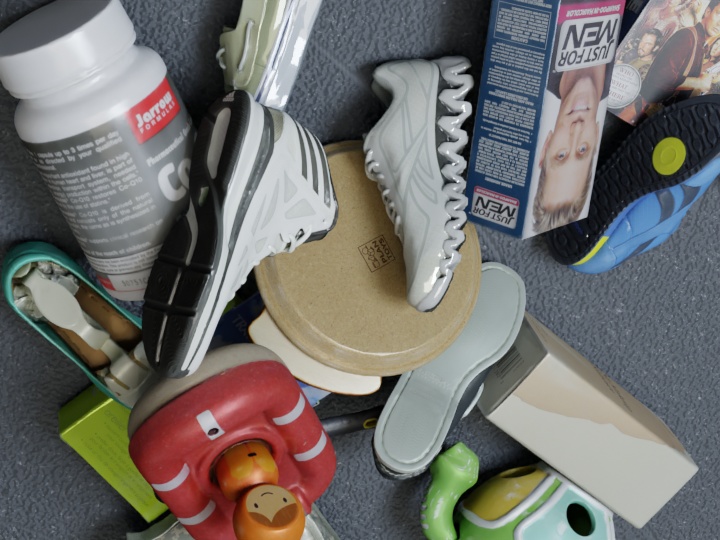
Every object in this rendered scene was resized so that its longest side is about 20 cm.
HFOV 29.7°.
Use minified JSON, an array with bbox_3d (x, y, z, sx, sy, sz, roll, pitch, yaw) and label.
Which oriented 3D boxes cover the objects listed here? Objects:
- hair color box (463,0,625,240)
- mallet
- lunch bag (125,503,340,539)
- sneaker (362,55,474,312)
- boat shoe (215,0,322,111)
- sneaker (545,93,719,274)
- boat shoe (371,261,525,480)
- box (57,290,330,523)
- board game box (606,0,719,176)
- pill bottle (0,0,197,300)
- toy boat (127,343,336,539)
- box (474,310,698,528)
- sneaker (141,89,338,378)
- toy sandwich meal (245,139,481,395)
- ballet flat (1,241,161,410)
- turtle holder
[{"bbox_3d":[0.138,-0.132,1.009,0.100,0.060,0.200,-18,122,-48],"label":"hair color box"},{"bbox_3d":[-0.075,0.146,1.097,0.200,0.041,0.066,-4,120,-19],"label":"mallet"},{"bbox_3d":[-0.094,0.266,1.151,0.164,0.118,0.200,-32,122,1],"label":"lunch bag"},{"bbox_3d":[0.040,-0.066,1.010,0.081,0.075,0.200,5,72,-5],"label":"sneaker"},{"bbox_3d":[-0.072,-0.161,0.985,0.062,0.072,0.200,20,102,-4],"label":"boat shoe"},{"bbox_3d":[0.238,-0.066,1.078,0.078,0.066,0.200,11,138,-39],"label":"sneaker"},{"bbox_3d":[0.067,0.081,1.108,0.076,0.060,0.200,36,69,7],"label":"boat shoe"},{"bbox_3d":[-0.131,0.104,1.105,0.200,0.048,0.122,-36,119,5],"label":"box"},{"bbox_3d":[0.286,-0.155,1.080,0.200,0.035,0.136,25,108,-23],"label":"board game box"},{"bbox_3d":[-0.173,-0.088,0.963,0.114,0.114,0.200,-24,119,0],"label":"pill bottle"},{"bbox_3d":[-0.081,0.149,0.978,0.130,0.131,0.200,-30,139,-4],"label":"toy boat"},{"bbox_3d":[0.187,0.127,1.165,0.200,0.095,0.078,36,103,-27],"label":"box"},{"bbox_3d":[-0.071,-0.013,0.939,0.115,0.076,0.201,21,85,-38],"label":"sneaker"},{"bbox_3d":[0.000,0.000,1.051,0.205,0.070,0.206,4,76,-18],"label":"toy sandwich meal"},{"bbox_3d":[-0.193,0.056,1.020,0.200,0.070,0.067,41,96,-6],"label":"ballet flat"},{"bbox_3d":[0.138,0.232,1.197,0.185,0.141,0.132,35,89,15],"label":"turtle holder"}]
